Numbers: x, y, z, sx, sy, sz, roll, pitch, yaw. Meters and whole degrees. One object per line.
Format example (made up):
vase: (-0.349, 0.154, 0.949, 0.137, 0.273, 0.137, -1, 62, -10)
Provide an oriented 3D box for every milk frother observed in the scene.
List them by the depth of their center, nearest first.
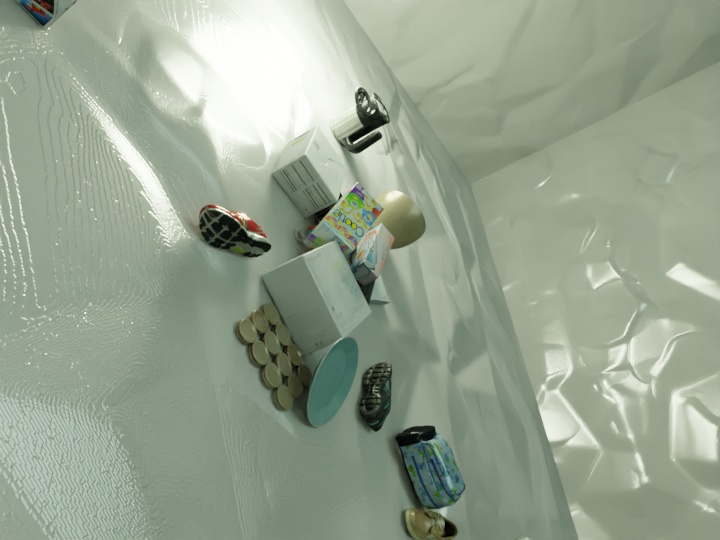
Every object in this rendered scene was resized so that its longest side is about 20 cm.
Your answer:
milk frother: (-0.023, -0.533, 1.903, 0.200, 0.187, 0.181, 45, 29, -39)

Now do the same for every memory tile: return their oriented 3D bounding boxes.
memory tile: (-0.170, 0.170, 1.106, 0.201, 0.017, 0.153, 62, 23, -6)

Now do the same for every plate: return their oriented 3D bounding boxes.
plate: (-0.063, 0.230, 1.156, 0.200, 0.025, 0.201, -45, 145, -45)

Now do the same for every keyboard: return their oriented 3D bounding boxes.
keyboard: (0.000, 0.000, 1.595, 0.127, 0.021, 0.201, 40, 41, -24)

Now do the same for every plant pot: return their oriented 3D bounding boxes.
plant pot: (0.099, -0.147, 1.830, 0.134, 0.200, 0.201, -46, 114, -28)

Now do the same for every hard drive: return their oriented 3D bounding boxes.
hard drive: (0.024, 0.005, 1.680, 0.132, 0.027, 0.201, 13, 56, -62)

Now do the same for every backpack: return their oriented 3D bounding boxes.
backpack: (0.182, 0.508, 1.410, 0.163, 0.153, 0.202, 23, 60, -67)

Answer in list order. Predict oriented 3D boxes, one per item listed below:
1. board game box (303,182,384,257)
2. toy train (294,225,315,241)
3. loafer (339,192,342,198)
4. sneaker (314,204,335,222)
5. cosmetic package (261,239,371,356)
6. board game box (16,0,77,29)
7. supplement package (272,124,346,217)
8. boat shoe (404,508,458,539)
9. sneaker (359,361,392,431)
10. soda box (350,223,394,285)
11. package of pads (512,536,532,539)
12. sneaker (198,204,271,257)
board game box: (-0.041, -0.118, 1.412, 0.103, 0.105, 0.200, 43, 44, -9)
toy train: (-0.092, -0.030, 1.425, 0.201, 0.055, 0.150, 65, 22, -1)
loafer: (-0.052, -0.170, 1.614, 0.201, 0.063, 0.072, 55, 28, -5)
sneaker: (-0.077, -0.129, 1.552, 0.089, 0.078, 0.201, 69, 0, -67)
cosmetic package: (-0.093, 0.056, 1.252, 0.201, 0.122, 0.199, 63, 23, -3)
board game box: (-0.527, -0.496, 0.844, 0.200, 0.126, 0.035, 50, 28, -34)
supplement package: (-0.134, -0.273, 1.500, 0.156, 0.110, 0.201, 54, 25, -27)
boat shoe: (0.176, 0.623, 1.348, 0.200, 0.066, 0.074, 41, 33, -45)
sneaker: (0.042, 0.313, 1.380, 0.200, 0.075, 0.080, -65, 141, -53)
soda box: (0.036, -0.049, 1.602, 0.068, 0.063, 0.201, 46, 38, -19)
package of pads: (0.580, 1.016, 1.843, 0.154, 0.068, 0.201, 45, 30, -43)
sneaker: (-0.262, -0.089, 1.112, 0.200, 0.077, 0.085, 37, 24, -60)
